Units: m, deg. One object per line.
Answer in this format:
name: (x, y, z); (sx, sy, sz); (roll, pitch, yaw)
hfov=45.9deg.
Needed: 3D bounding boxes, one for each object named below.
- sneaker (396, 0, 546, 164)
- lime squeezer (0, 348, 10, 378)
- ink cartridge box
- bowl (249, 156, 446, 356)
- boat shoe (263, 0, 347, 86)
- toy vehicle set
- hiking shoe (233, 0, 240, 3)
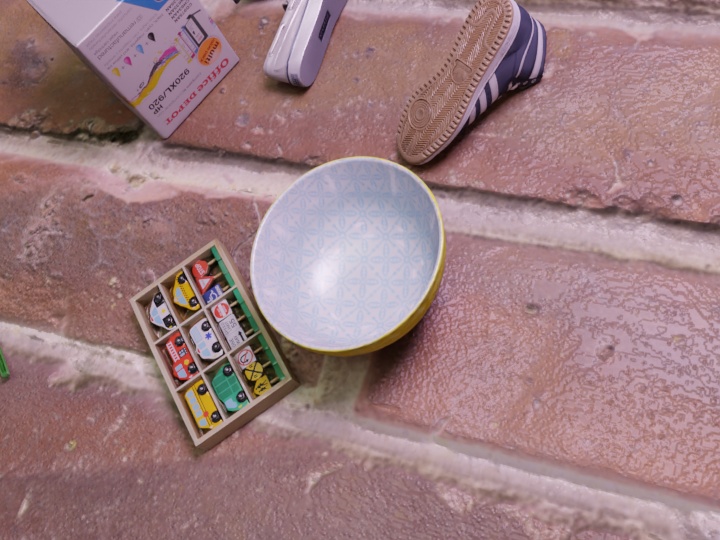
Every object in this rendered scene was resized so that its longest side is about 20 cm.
sneaker: (0.126, -0.196, 0.922); (0.070, 0.108, 0.201); (49, 119, 27)
lime squeezer: (-0.474, 0.043, 1.034); (0.038, 0.071, 0.201); (-36, 90, -17)
ink cartridge box: (-0.272, -0.293, 1.023); (0.147, 0.200, 0.144); (-46, 63, -4)
bowl: (0.000, 0.000, 0.854); (0.197, 0.108, 0.203); (-8, 65, 17)
boat shoe: (-0.065, -0.322, 1.033); (0.064, 0.074, 0.203); (15, 73, 20)
toy vehicle set: (-0.162, 0.077, 0.926); (0.124, 0.027, 0.201); (-35, 61, 3)
hiking shoe: (-0.147, -0.447, 1.114); (0.099, 0.076, 0.203); (-16, 64, 9)
